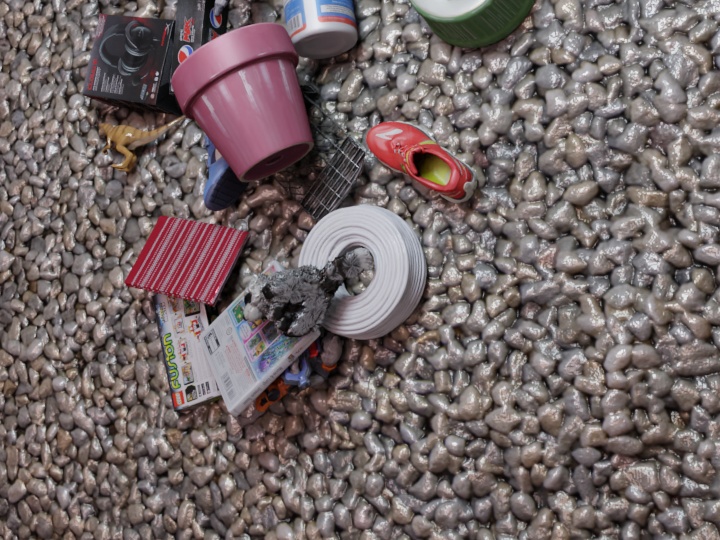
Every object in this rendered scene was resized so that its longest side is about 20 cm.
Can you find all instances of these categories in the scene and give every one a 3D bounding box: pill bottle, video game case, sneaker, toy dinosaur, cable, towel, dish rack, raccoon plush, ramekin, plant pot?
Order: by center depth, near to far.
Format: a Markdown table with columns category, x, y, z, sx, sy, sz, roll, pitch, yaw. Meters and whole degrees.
| category | x | y | z | sx | sy | sz | roll | pitch | yaw |
| --- | --- | --- | --- | --- | --- | --- | --- | --- | --- |
| ramekin | 0.155 | -0.436 | 1.490 | 0.197 | 0.097 | 0.204 | -3 | 83 | 29 |
| sneaker | 0.084 | -0.170 | 1.511 | 0.198 | 0.085 | 0.078 | 31 | 99 | 28 |
| raccoon plush | -0.084 | 0.024 | 1.522 | 0.134 | 0.197 | 0.098 | 35 | 143 | 62 |
| cable | 0.000 | 0.000 | 1.546 | 0.198 | 0.069 | 0.203 | -26 | 70 | 24 |
| plant pot | -0.162 | -0.243 | 1.550 | 0.198 | 0.199 | 0.181 | -29 | 83 | 24 |
| video game case | -0.160 | 0.101 | 1.587 | 0.182 | 0.024 | 0.201 | -44 | 38 | 7 |
| pill bottle | -0.070 | -0.448 | 1.613 | 0.111 | 0.112 | 0.204 | -13 | 78 | 28 |
| dish rack | -0.078 | -0.185 | 1.625 | 0.200 | 0.054 | 0.154 | 45 | 108 | 24 |
| sneaker | -0.219 | -0.197 | 1.697 | 0.081 | 0.074 | 0.203 | 19 | 86 | 29 |
| towel | -0.292 | -0.018 | 1.719 | 0.197 | 0.023 | 0.146 | 11 | 64 | 29 |
| toy dinosaur | -0.405 | -0.230 | 1.812 | 0.197 | 0.060 | 0.109 | 6 | 86 | 30 |

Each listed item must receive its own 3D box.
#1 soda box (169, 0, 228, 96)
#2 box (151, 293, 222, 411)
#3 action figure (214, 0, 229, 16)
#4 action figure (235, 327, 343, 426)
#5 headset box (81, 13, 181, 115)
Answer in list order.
| category | x | y | z | sx | sy | sz | roll | pitch | yaw |
| --- | --- | --- | --- | --- | --- | --- | --- | --- | --- |
| soda box | -0.273 | -0.392 | 1.746 | 0.062 | 0.070 | 0.204 | 4 | 87 | 28 |
| box | -0.282 | 0.123 | 1.718 | 0.109 | 0.035 | 0.204 | -20 | 75 | 27 |
| action figure | -0.210 | -0.512 | 1.676 | 0.198 | 0.105 | 0.194 | 9 | 49 | 45 |
| action figure | -0.111 | 0.136 | 1.607 | 0.191 | 0.105 | 0.202 | -23 | 44 | 19 |
| headset box | -0.397 | -0.365 | 1.810 | 0.197 | 0.077 | 0.152 | 13 | 89 | 29 |
